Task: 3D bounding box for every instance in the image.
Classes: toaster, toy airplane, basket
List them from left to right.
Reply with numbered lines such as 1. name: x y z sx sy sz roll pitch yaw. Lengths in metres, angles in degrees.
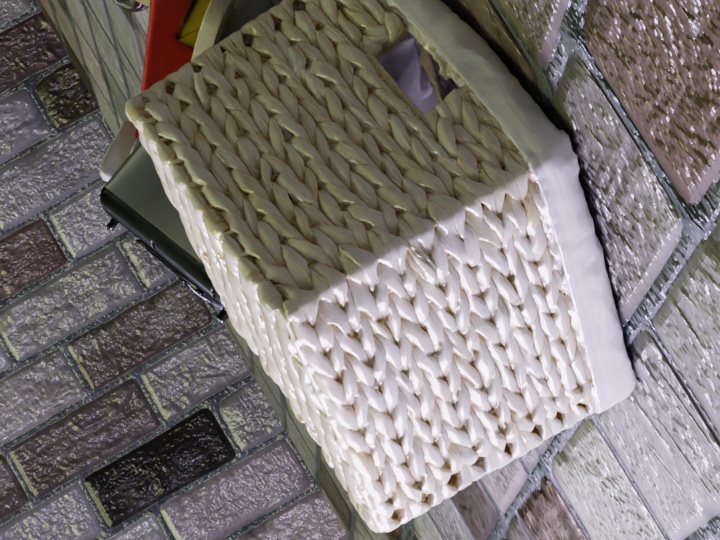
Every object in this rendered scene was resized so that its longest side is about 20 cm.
1. toy airplane: -0.102 -0.126 1.516 0.200 0.140 0.200 -105 22 -65
2. toaster: -0.046 -0.015 1.374 0.181 0.119 0.200 40 177 -40
3. basket: 0.012 -0.014 1.116 0.198 0.160 0.200 52 171 42
